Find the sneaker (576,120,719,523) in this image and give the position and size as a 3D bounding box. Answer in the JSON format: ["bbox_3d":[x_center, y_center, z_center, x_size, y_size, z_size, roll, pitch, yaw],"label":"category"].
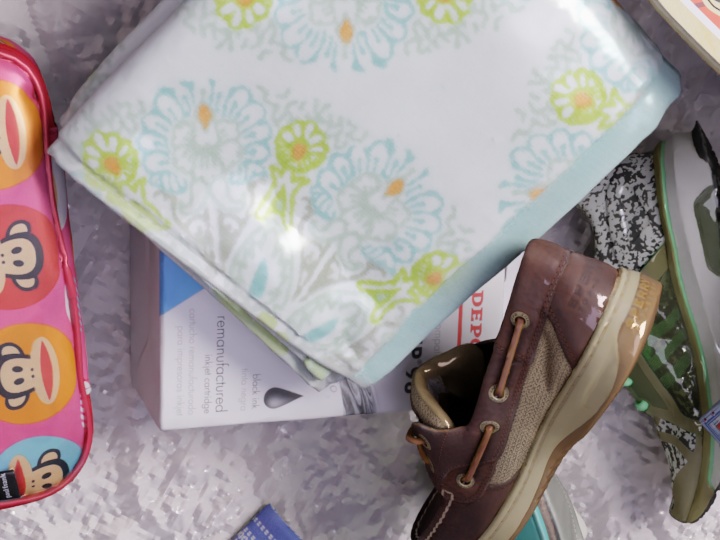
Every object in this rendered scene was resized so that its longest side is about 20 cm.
[{"bbox_3d":[0.136,0.027,0.890,0.088,0.077,0.202,-2,109,15],"label":"sneaker"}]

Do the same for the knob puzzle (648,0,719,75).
[{"bbox_3d":[0.202,-0.131,0.685,0.218,0.030,0.222,0,82,-2],"label":"knob puzzle"}]

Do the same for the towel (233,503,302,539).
[{"bbox_3d":[-0.064,0.222,0.824,0.200,0.145,0.024,-51,138,-1],"label":"towel"}]

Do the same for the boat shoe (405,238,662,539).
[{"bbox_3d":[0.055,0.058,0.783,0.072,0.072,0.200,26,139,-2],"label":"boat shoe"}]

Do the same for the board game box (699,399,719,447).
[{"bbox_3d":[0.252,0.015,0.818,0.062,0.200,0.200,49,127,9],"label":"board game box"}]

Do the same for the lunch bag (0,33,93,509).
[{"bbox_3d":[-0.205,0.005,0.753,0.175,0.082,0.202,-8,105,-12],"label":"lunch bag"}]

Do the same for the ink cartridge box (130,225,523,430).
[{"bbox_3d":[0.000,0.000,0.823,0.198,0.067,0.117,-3,105,-18],"label":"ink cartridge box"}]

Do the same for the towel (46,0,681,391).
[{"bbox_3d":[0.001,-0.063,0.720,0.200,0.048,0.171,-43,114,14],"label":"towel"}]

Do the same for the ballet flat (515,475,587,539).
[{"bbox_3d":[0.091,0.154,0.898,0.064,0.067,0.201,-26,98,-50],"label":"ballet flat"}]
